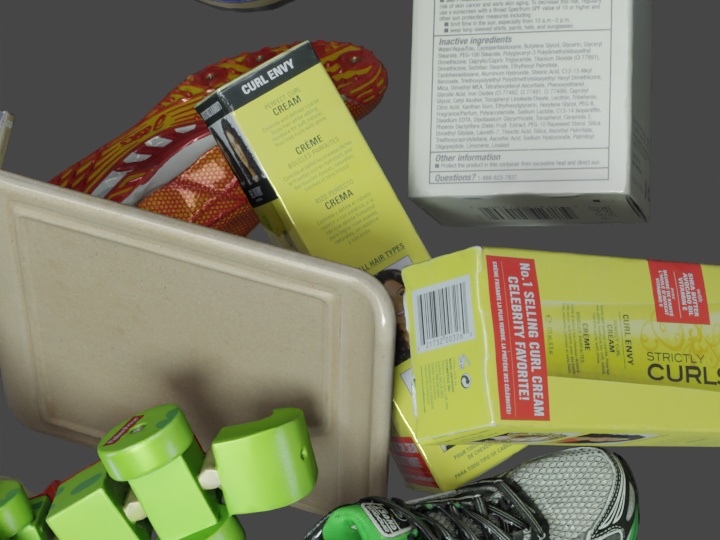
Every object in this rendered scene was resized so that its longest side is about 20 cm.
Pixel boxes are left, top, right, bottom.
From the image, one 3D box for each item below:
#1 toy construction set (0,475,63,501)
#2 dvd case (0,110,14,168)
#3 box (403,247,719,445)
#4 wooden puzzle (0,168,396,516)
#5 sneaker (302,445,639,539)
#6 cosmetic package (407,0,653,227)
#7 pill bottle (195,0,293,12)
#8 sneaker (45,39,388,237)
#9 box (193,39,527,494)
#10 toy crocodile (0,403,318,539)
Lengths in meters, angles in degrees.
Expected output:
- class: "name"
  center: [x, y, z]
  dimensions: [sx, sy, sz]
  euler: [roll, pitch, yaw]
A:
- class: "toy construction set"
  center: [-0.202, 0.175, 1.089]
  dimensions: [0.200, 0.131, 0.092]
  euler: [-56, 28, -1]
- class: "dvd case"
  center: [-0.264, 0.004, 1.188]
  dimensions: [0.149, 0.016, 0.200]
  euler: [12, 84, 16]
- class: "box"
  center: [0.111, 0.034, 0.991]
  dimensions: [0.050, 0.200, 0.075]
  euler: [-18, 71, 51]
- class: "wooden puzzle"
  center: [-0.075, 0.033, 1.053]
  dimensions: [0.200, 0.185, 0.037]
  euler: [19, 54, 13]
- class: "sneaker"
  center: [0.031, 0.125, 0.986]
  dimensions: [0.200, 0.085, 0.078]
  euler: [-27, 46, -21]
- class: "cosmetic package"
  center: [0.079, -0.124, 1.092]
  dimensions: [0.104, 0.073, 0.200]
  euler: [0, 80, 15]
- class: "pill bottle"
  center: [-0.075, -0.193, 1.078]
  dimensions: [0.112, 0.200, 0.112]
  euler: [-3, 79, 14]
- class: "sneaker"
  center: [-0.073, -0.041, 1.127]
  dimensions: [0.200, 0.077, 0.073]
  euler: [-32, 39, -6]
- class: "box"
  center: [0.000, 0.000, 1.054]
  dimensions: [0.050, 0.075, 0.200]
  euler: [-31, 95, -12]
- class: "toy crocodile"
  center: [-0.113, 0.106, 1.011]
  dimensions: [0.200, 0.062, 0.068]
  euler: [-25, 106, 9]
